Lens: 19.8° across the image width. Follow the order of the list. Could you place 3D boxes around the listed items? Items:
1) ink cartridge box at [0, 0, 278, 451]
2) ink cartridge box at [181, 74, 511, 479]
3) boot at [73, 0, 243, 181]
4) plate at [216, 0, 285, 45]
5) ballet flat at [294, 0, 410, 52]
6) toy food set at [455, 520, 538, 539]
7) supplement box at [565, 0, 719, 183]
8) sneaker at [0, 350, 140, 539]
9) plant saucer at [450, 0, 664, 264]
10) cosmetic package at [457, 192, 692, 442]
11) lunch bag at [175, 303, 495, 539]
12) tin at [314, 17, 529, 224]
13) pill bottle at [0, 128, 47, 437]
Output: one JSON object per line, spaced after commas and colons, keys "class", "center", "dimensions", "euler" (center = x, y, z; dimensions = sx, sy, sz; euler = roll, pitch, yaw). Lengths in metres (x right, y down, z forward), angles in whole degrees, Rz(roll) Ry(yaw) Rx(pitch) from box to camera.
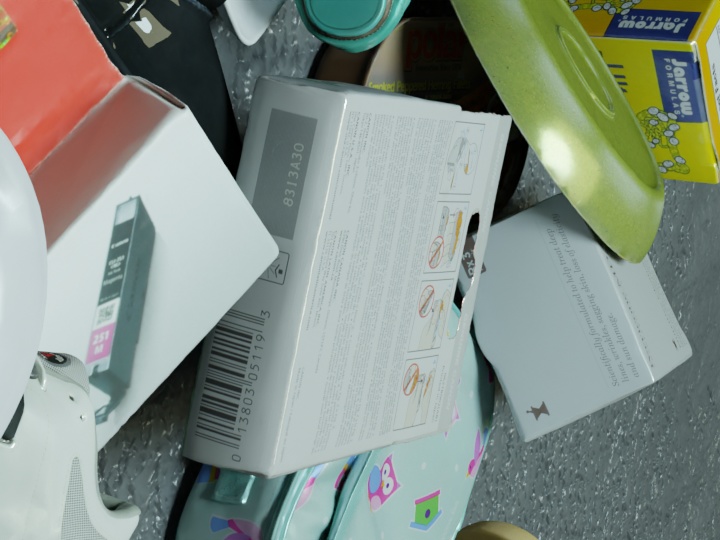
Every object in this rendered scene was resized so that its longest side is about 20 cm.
{"class": "ink cartridge box", "center": [-0.137, 0.006, 0.735], "dimensions": [0.200, 0.043, 0.174], "euler": [-48, 141, -13]}
{"class": "ink cartridge box", "center": [0.000, 0.000, 0.913], "dimensions": [0.200, 0.050, 0.162], "euler": [-6, 109, -68]}
{"class": "boot", "center": [-0.062, -0.120, 0.839], "dimensions": [0.163, 0.073, 0.199], "euler": [-52, 137, -18]}
{"class": "plate", "center": [-0.048, -0.237, 0.914], "dimensions": [0.200, 0.032, 0.201], "euler": [-60, 143, -35]}
{"class": "ballet flat", "center": [0.001, -0.199, 0.929], "dimensions": [0.070, 0.067, 0.202], "euler": [-38, 134, -83]}
{"class": "toy food set", "center": [0.127, 0.240, 1.163], "dimensions": [0.049, 0.199, 0.199], "euler": [-38, 125, -48]}
{"class": "supplement box", "center": [0.199, -0.162, 1.288], "dimensions": [0.200, 0.109, 0.109], "euler": [-57, 142, -38]}
{"class": "sneaker", "center": [-0.137, 0.044, 0.684], "dimensions": [0.089, 0.074, 0.201], "euler": [-52, 137, -27]}
{"class": "plant saucer", "center": [0.107, -0.097, 1.080], "dimensions": [0.200, 0.031, 0.200], "euler": [51, 19, -25]}
{"class": "cosmetic package", "center": [0.117, 0.019, 1.130], "dimensions": [0.114, 0.081, 0.200], "euler": [66, 13, 2]}
{"class": "lunch bag", "center": [-0.008, 0.096, 1.015], "dimensions": [0.161, 0.077, 0.201], "euler": [57, 47, -50]}
{"class": "tin", "center": [0.034, -0.080, 1.091], "dimensions": [0.200, 0.042, 0.113], "euler": [-10, 109, -60]}
{"class": "pill bottle", "center": [-0.192, -0.003, 0.545], "dimensions": [0.114, 0.199, 0.115], "euler": [-23, 117, -56]}
